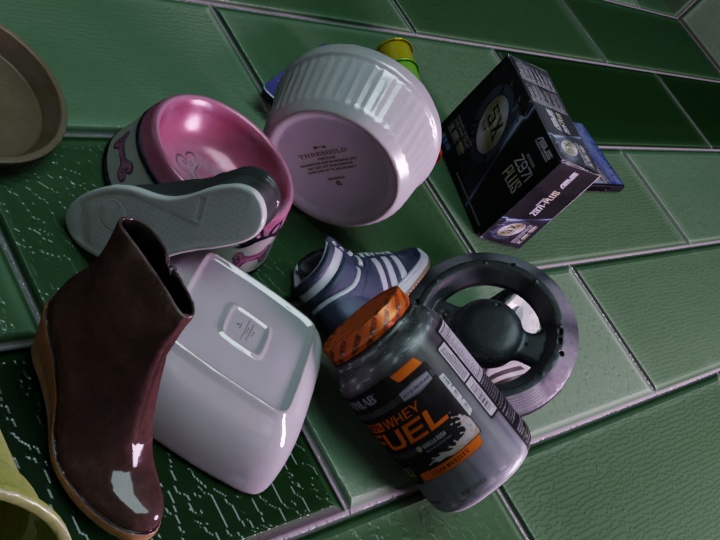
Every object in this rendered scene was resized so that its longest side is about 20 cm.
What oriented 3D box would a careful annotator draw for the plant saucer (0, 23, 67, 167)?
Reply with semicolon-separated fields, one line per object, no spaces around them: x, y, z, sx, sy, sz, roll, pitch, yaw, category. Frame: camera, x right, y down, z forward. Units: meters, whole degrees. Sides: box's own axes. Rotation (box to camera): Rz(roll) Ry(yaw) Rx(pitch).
-0.363;-0.168;0.987;0.199;0.029;0.201;28;37;-24;plant saucer

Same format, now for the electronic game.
0.138;0.069;1.184;0.198;0.042;0.201;-1;61;2;electronic game

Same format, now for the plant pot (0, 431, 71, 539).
-0.290;0.120;0.645;0.199;0.201;0.185;12;35;-40;plant pot

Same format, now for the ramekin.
-0.017;-0.137;1.194;0.202;0.202;0.095;37;47;-13;ramekin

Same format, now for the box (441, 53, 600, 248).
0.209;-0.161;1.484;0.086;0.164;0.201;13;46;-39;box

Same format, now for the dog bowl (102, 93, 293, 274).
-0.154;-0.094;1.098;0.199;0.074;0.201;28;38;-24;dog bowl

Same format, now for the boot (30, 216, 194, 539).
-0.173;0.083;0.807;0.072;0.166;0.201;-7;60;-50;boot

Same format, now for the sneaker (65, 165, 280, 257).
-0.161;-0.051;0.981;0.099;0.199;0.071;-35;119;-69;sneaker

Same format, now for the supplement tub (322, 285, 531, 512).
0.061;0.121;1.044;0.200;0.122;0.123;50;33;-7;supplement tub

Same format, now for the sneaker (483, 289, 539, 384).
0.185;0.091;1.292;0.116;0.076;0.200;52;42;-4;sneaker

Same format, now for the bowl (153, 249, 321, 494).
-0.120;0.073;0.962;0.199;0.075;0.200;37;36;-13;bowl

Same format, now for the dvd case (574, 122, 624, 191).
0.351;-0.191;1.801;0.199;0.018;0.143;-3;58;-50;dvd case

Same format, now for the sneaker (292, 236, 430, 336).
0.000;0.000;1.172;0.109;0.070;0.200;46;36;-3;sneaker

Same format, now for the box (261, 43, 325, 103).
-0.048;-0.212;1.373;0.121;0.032;0.200;44;32;-3;box

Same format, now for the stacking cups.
0.066;-0.233;1.499;0.060;0.060;0.201;17;45;-36;stacking cups
